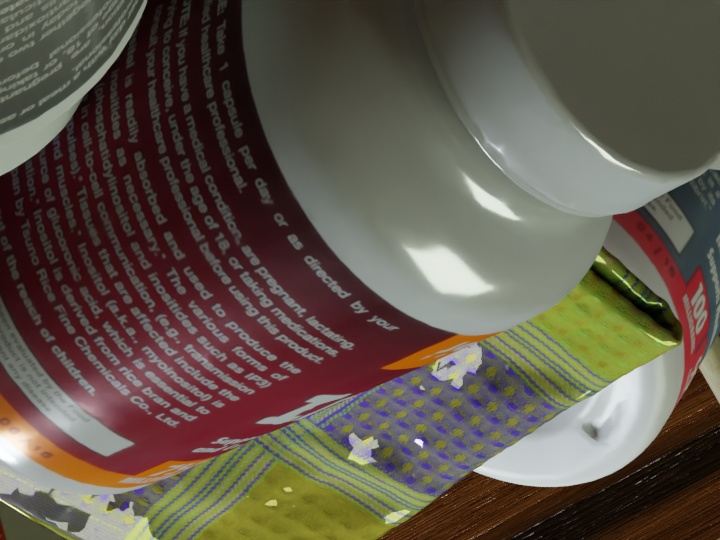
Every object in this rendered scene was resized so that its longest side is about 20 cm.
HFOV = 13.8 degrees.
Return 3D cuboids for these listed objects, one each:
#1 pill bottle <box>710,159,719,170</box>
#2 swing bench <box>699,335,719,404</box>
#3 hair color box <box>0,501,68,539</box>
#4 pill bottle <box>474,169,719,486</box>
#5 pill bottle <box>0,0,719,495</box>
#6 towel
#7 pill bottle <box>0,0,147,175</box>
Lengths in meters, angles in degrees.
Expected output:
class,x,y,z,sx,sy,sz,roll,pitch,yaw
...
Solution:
class,x,y,z,sx,sy,sz,roll,pitch,yaw
pill bottle,0.150,-0.127,0.882,0.114,0.114,0.200,-11,154,-50
swing bench,0.201,-0.055,1.242,0.198,0.130,0.200,-29,160,5
hair color box,-0.177,0.097,1.017,0.199,0.102,0.061,-18,164,5
pill bottle,0.085,-0.031,1.007,0.120,0.120,0.200,-43,-174,44
pill bottle,-0.013,-0.026,0.704,0.199,0.114,0.113,-25,171,40
towel,-0.021,0.032,0.862,0.143,0.023,0.200,34,129,-28
pill bottle,-0.093,-0.086,0.586,0.110,0.111,0.200,-26,165,-11
